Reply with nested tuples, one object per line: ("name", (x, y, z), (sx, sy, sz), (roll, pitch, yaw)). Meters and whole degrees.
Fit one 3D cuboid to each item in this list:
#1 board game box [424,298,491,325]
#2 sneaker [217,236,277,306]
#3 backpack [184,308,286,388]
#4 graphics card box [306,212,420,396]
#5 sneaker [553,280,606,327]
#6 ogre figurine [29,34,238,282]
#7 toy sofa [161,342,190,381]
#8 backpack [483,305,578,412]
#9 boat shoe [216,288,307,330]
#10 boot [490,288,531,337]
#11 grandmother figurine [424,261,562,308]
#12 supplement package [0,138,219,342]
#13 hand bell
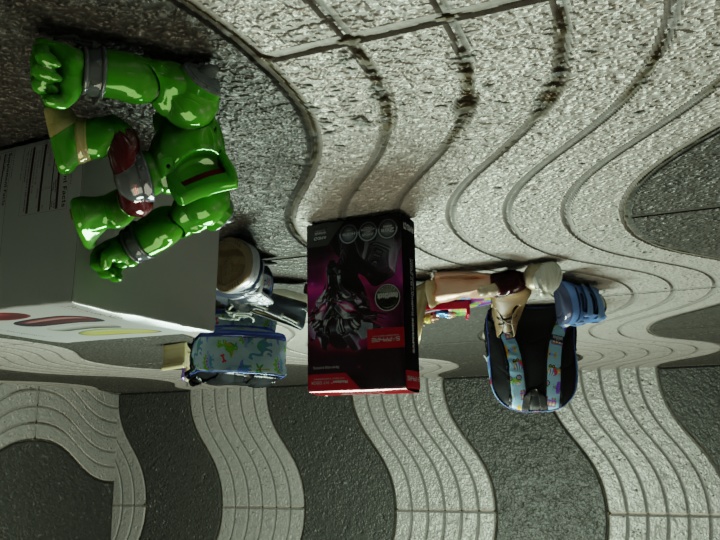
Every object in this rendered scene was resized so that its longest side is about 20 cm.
("board game box", (0.149, 0.079, 1.394), (0.157, 0.039, 0.199), (10, 164, -38))
("sneaker", (-0.143, 0.005, 0.991), (0.108, 0.071, 0.200), (12, 169, -29))
("backpack", (-0.229, 0.147, 1.429), (0.182, 0.148, 0.200), (5, 170, -18))
("graphics card box", (0.002, 0.041, 0.869), (0.125, 0.202, 0.051), (-6, 167, 24))
("sneaker", (0.361, 0.053, 1.242), (0.082, 0.075, 0.200), (-7, 173, 18))
("ogre figurine", (-0.154, -0.076, 0.546), (0.119, 0.201, 0.098), (-11, -151, -14))
("toy sofa", (-0.414, 0.247, 1.960), (0.082, 0.098, 0.200), (-10, 165, 33))
("backpack", (0.331, 0.174, 1.466), (0.181, 0.202, 0.135), (-3, 167, 6))
("boat shoe", (-0.177, 0.051, 1.185), (0.199, 0.062, 0.075), (14, 169, -26))
("boot", (0.251, 0.064, 1.261), (0.073, 0.076, 0.200), (-1, 163, 9))
("grandmother figurine", (0.199, 0.020, 1.122), (0.199, 0.061, 0.121), (-9, -167, 21))
("supplement package", (-0.270, -0.017, 0.720), (0.199, 0.148, 0.191), (-6, 166, 26))
("hand bell", (0.007, 0.049, 1.206), (0.198, 0.105, 0.104), (10, 168, 5))
